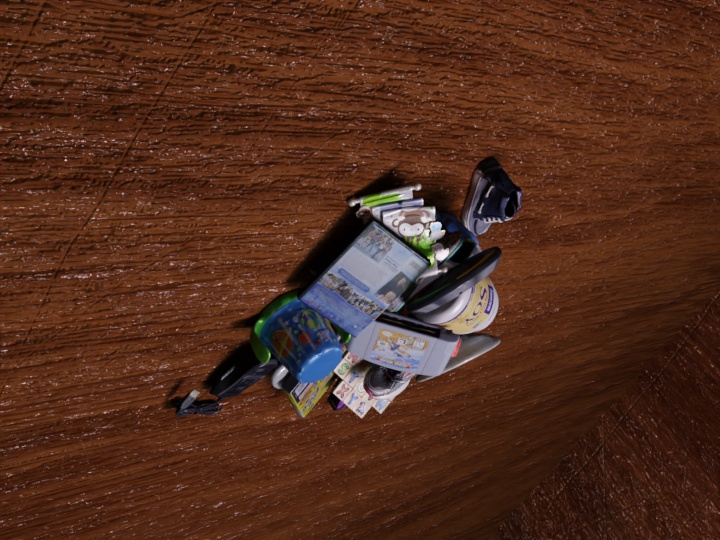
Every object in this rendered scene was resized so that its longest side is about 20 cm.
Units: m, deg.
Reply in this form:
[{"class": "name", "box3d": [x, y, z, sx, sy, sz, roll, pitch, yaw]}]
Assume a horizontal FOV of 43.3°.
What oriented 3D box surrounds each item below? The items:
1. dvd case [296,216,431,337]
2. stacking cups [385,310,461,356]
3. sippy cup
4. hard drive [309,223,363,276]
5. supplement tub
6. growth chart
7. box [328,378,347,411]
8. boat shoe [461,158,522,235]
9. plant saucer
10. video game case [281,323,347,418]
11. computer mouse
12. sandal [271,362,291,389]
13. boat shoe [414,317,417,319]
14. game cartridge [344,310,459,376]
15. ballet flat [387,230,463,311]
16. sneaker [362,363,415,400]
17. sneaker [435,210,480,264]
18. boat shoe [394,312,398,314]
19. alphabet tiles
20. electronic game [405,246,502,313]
[{"class": "dvd case", "box3d": [0.006, 0.015, 1.568, 0.142, 0.018, 0.200, 36, 111, -26]}, {"class": "stacking cups", "box3d": [0.095, 0.120, 1.760, 0.060, 0.199, 0.061, 18, 90, -78]}, {"class": "sippy cup", "box3d": [-0.102, 0.126, 1.624, 0.177, 0.131, 0.140, -32, 151, -12]}, {"class": "hard drive", "box3d": [0.000, 0.000, 1.650, 0.135, 0.042, 0.200, -41, 151, 5]}, {"class": "supplement tub", "box3d": [0.187, 0.049, 1.828, 0.145, 0.146, 0.200, -45, 151, 13]}, {"class": "growth chart", "box3d": [0.073, -0.061, 1.553, 0.144, 0.018, 0.201, -18, 123, 2]}, {"class": "box", "box3d": [0.021, 0.222, 2.001, 0.142, 0.036, 0.201, -13, 141, -38]}, {"class": "boat shoe", "box3d": [0.250, -0.112, 1.722, 0.074, 0.093, 0.201, -28, 150, -17]}, {"class": "plant saucer", "box3d": [0.199, 0.173, 1.930, 0.199, 0.050, 0.200, -25, 177, -2]}, {"class": "video game case", "box3d": [-0.070, 0.183, 1.776, 0.200, 0.025, 0.181, -51, 161, -16]}, {"class": "computer mouse", "box3d": [-0.254, 0.201, 1.652, 0.200, 0.046, 0.140, -38, 158, 24]}, {"class": "sandal", "box3d": [-0.121, 0.177, 1.759, 0.202, 0.050, 0.083, -16, 137, -60]}, {"class": "boat shoe", "box3d": [0.149, 0.138, 2.000, 0.063, 0.073, 0.200, -36, 163, -17]}, {"class": "game cartridge", "box3d": [0.074, 0.138, 1.712, 0.199, 0.042, 0.134, 15, 136, -2]}, {"class": "ballet flat", "box3d": [0.099, -0.010, 1.642, 0.200, 0.072, 0.072, -47, 150, 17]}, {"class": "sneaker", "box3d": [0.087, 0.178, 1.804, 0.200, 0.081, 0.075, -37, 160, -17]}, {"class": "sneaker", "box3d": [0.143, -0.079, 1.692, 0.199, 0.079, 0.066, 27, 120, -38]}, {"class": "boat shoe", "box3d": [0.075, 0.150, 1.893, 0.074, 0.062, 0.201, -38, 132, -18]}, {"class": "alphabet tiles", "box3d": [0.036, 0.197, 1.845, 0.200, 0.006, 0.166, -50, 123, -9]}, {"class": "electronic game", "box3d": [0.166, 0.016, 1.626, 0.199, 0.042, 0.200, -33, -176, 2]}]
